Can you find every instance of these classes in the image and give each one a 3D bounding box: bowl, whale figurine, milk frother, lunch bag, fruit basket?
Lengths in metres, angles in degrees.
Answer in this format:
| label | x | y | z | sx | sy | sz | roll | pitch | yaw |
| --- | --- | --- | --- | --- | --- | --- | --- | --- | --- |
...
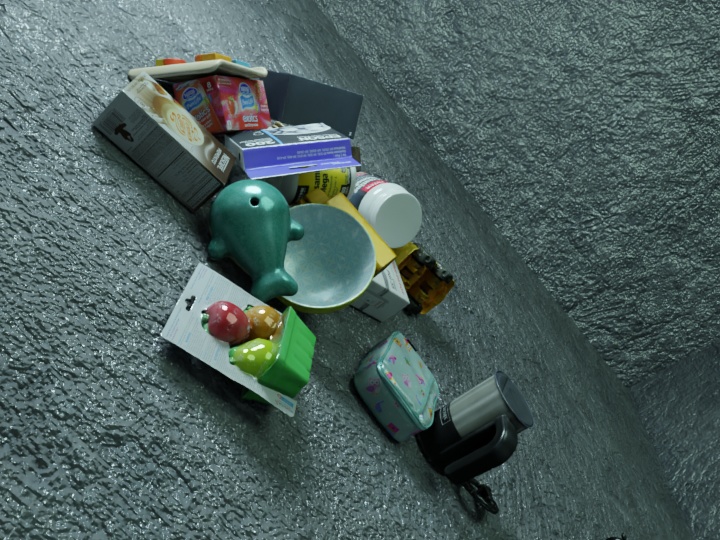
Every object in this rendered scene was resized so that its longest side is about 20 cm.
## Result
| label | x | y | z | sx | sy | sz | roll | pitch | yaw |
| --- | --- | --- | --- | --- | --- | --- | --- | --- | --- |
| bowl | -0.078 | -0.003 | 1.098 | 0.201 | 0.200 | 0.108 | 61 | -20 | 21 |
| whale figurine | -0.159 | -0.051 | 0.989 | 0.159 | 0.104 | 0.201 | -13 | 71 | -21 |
| milk frother | 0.239 | 0.323 | 1.169 | 0.200 | 0.188 | 0.181 | 39 | 26 | -33 |
| lunch bag | 0.075 | 0.209 | 1.158 | 0.161 | 0.077 | 0.200 | 52 | 21 | -3 |
| fruit basket | -0.162 | 0.093 | 0.868 | 0.200 | 0.094 | 0.185 | 30 | 27 | -14 |

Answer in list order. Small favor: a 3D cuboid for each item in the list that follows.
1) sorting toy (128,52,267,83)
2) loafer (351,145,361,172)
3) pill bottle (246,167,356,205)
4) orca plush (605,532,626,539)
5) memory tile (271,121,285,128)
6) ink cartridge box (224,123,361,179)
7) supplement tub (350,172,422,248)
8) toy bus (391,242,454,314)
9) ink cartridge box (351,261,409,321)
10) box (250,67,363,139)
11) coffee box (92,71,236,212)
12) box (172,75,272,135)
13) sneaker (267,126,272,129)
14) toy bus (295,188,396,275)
| label | x | y | z | sx | sy | sz | roll | pitch | yaw |
| --- | --- | --- | --- | --- | --- | --- | --- | --- | --- |
| sorting toy | -0.295 | -0.372 | 1.175 | 0.200 | 0.184 | 0.037 | -36 | 124 | -67 |
| loafer | -0.086 | -0.290 | 1.508 | 0.199 | 0.071 | 0.073 | 17 | 13 | 7 |
| pill bottle | -0.117 | -0.185 | 1.256 | 0.199 | 0.113 | 0.113 | -6 | 57 | -35 |
| orca plush | 0.596 | 0.692 | 1.549 | 0.200 | 0.071 | 0.106 | 2 | 99 | -59 |
| memory tile | -0.139 | -0.246 | 1.396 | 0.200 | 0.017 | 0.153 | 49 | -11 | -26 |
| ink cartridge box | -0.124 | -0.215 | 1.121 | 0.200 | 0.197 | 0.044 | -135 | -141 | -56 |
| supplement tub | 0.032 | -0.137 | 1.433 | 0.140 | 0.141 | 0.200 | 37 | -3 | -36 |
| toy bus | 0.103 | -0.011 | 1.524 | 0.200 | 0.136 | 0.192 | 35 | 11 | -43 |
| ink cartridge box | 0.000 | 0.000 | 1.318 | 0.200 | 0.083 | 0.147 | 31 | 32 | -44 |
| box | -0.129 | -0.374 | 1.426 | 0.200 | 0.104 | 0.182 | 3 | 17 | -40 |
| coffee box | -0.304 | -0.204 | 1.010 | 0.200 | 0.080 | 0.115 | 43 | 23 | -24 |
| box | -0.256 | -0.309 | 1.210 | 0.200 | 0.095 | 0.100 | -38 | 119 | -69 |
| sneaker | -0.182 | -0.227 | 1.344 | 0.073 | 0.085 | 0.200 | 40 | -4 | 17 |
| toy bus | -0.029 | -0.071 | 1.179 | 0.200 | 0.078 | 0.065 | 49 | 52 | 5 |
